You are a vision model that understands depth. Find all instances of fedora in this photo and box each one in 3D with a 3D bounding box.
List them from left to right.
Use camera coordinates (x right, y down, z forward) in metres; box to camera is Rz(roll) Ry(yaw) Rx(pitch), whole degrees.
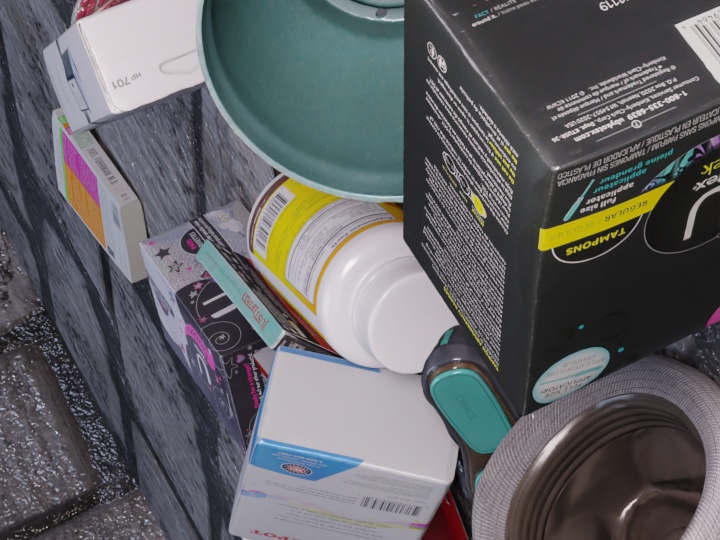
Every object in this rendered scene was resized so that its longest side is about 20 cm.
[{"bbox_3d":[0.160,0.146,1.172,0.090,0.177,0.200,40,178,-29],"label":"fedora"}]

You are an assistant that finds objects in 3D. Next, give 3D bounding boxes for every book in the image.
[{"bbox_3d":[-0.320,-0.096,2.547,0.200,0.048,0.134,52,157,37],"label":"book"}]

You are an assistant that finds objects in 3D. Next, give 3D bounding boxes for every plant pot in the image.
[{"bbox_3d":[0.016,-0.157,1.116,0.134,0.200,0.201,-89,-13,-56],"label":"plant pot"}]

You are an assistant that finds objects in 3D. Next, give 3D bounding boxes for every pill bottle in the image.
[{"bbox_3d":[0.000,0.000,1.505,0.200,0.109,0.109,42,152,56],"label":"pill bottle"}]

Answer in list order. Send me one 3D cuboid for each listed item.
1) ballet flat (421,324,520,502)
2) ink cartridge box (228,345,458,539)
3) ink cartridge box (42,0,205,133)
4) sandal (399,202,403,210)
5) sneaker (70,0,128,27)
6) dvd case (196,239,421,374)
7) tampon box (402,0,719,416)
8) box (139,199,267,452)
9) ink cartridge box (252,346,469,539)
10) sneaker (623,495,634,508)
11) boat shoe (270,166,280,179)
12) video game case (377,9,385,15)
[{"bbox_3d":[0.097,0.115,1.450,0.073,0.073,0.200,43,164,54],"label":"ballet flat"},{"bbox_3d":[-0.013,0.145,1.555,0.200,0.144,0.085,110,172,-61],"label":"ink cartridge box"},{"bbox_3d":[-0.173,-0.182,1.733,0.086,0.146,0.200,68,164,-4],"label":"ink cartridge box"},{"bbox_3d":[0.077,-0.018,1.347,0.200,0.055,0.082,56,175,-20],"label":"sandal"},{"bbox_3d":[-0.260,-0.238,2.067,0.075,0.081,0.200,61,165,22],"label":"sneaker"},{"bbox_3d":[-0.023,0.051,1.605,0.200,0.022,0.146,26,-166,-40],"label":"dvd case"},{"bbox_3d":[0.113,-0.056,0.970,0.126,0.150,0.200,57,163,30],"label":"tampon box"},{"bbox_3d":[-0.112,0.049,1.942,0.200,0.115,0.132,49,158,46],"label":"box"},{"bbox_3d":[0.007,0.165,1.737,0.176,0.084,0.200,46,162,53],"label":"ink cartridge box"},{"bbox_3d":[0.151,0.157,1.351,0.076,0.075,0.200,32,159,-6],"label":"sneaker"},{"bbox_3d":[-0.054,-0.103,1.620,0.072,0.061,0.201,28,140,65],"label":"boat shoe"},{"bbox_3d":[-0.029,-0.210,1.446,0.182,0.023,0.200,49,157,46],"label":"video game case"}]
